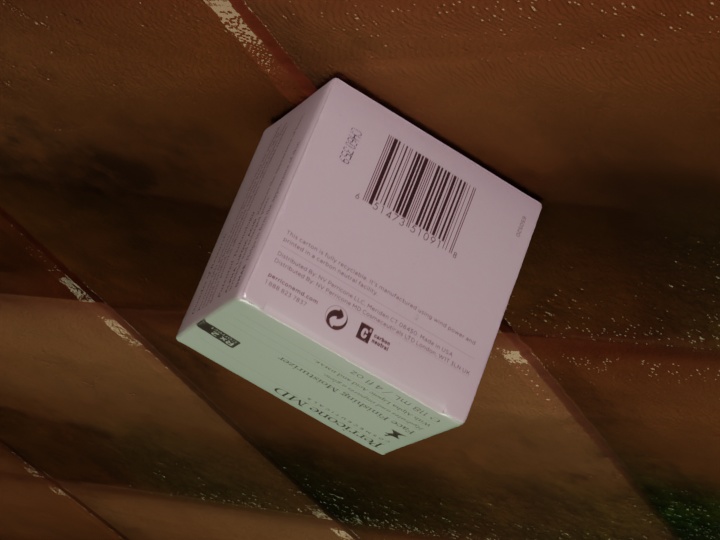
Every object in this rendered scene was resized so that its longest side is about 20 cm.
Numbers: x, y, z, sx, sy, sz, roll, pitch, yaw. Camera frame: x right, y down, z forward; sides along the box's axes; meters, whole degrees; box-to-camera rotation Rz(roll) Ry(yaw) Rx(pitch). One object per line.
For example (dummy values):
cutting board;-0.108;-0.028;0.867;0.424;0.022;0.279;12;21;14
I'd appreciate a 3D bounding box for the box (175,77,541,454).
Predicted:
box;0.000;0.000;1.451;0.198;0.201;0.131;30;154;-16
